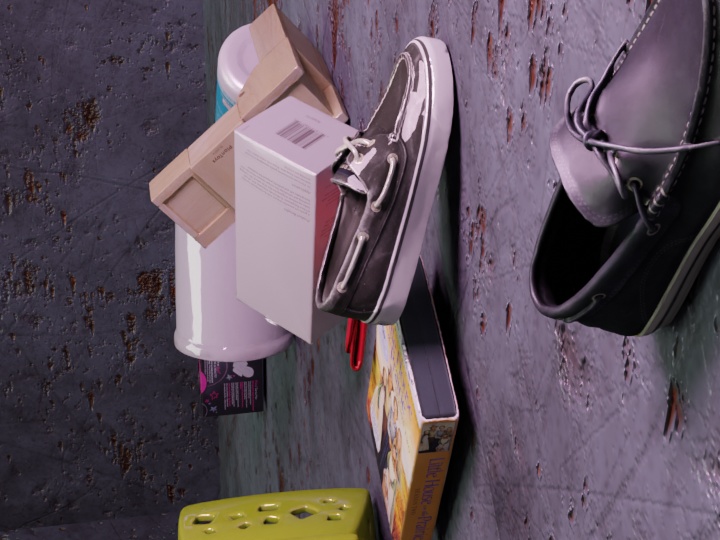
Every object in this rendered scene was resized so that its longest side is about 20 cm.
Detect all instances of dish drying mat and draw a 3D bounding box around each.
[{"bbox_3d":[0.000,0.000,1.141,0.201,0.018,0.078,-85,2,-62],"label":"dish drying mat"}]

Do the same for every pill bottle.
[{"bbox_3d":[-0.116,-0.191,1.579,0.201,0.109,0.112,106,158,-61],"label":"pill bottle"}]

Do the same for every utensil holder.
[{"bbox_3d":[-0.176,0.004,1.859,0.170,0.167,0.203,-124,34,-70],"label":"utensil holder"}]

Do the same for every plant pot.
[{"bbox_3d":[-0.076,0.326,1.256,0.181,0.196,0.203,-101,5,-87],"label":"plant pot"}]

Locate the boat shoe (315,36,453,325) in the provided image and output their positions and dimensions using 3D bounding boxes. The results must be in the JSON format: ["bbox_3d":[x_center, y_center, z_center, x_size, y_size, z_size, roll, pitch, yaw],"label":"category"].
[{"bbox_3d":[0.015,-0.065,0.919,0.071,0.063,0.203,-172,94,-69],"label":"boat shoe"}]

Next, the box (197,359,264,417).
[{"bbox_3d":[-0.230,0.136,2.364,0.133,0.113,0.202,-108,18,-57],"label":"box"}]

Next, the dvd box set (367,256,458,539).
[{"bbox_3d":[0.036,0.107,1.026,0.201,0.029,0.148,96,165,-52],"label":"dvd box set"}]

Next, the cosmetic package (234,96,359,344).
[{"bbox_3d":[-0.058,-0.045,1.269,0.107,0.085,0.202,30,137,27],"label":"cosmetic package"}]

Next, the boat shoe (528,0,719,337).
[{"bbox_3d":[0.108,-0.045,0.516,0.201,0.061,0.075,100,164,-50],"label":"boat shoe"}]

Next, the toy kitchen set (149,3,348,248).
[{"bbox_3d":[-0.097,-0.126,1.406,0.163,0.199,0.181,43,-166,-30],"label":"toy kitchen set"}]
